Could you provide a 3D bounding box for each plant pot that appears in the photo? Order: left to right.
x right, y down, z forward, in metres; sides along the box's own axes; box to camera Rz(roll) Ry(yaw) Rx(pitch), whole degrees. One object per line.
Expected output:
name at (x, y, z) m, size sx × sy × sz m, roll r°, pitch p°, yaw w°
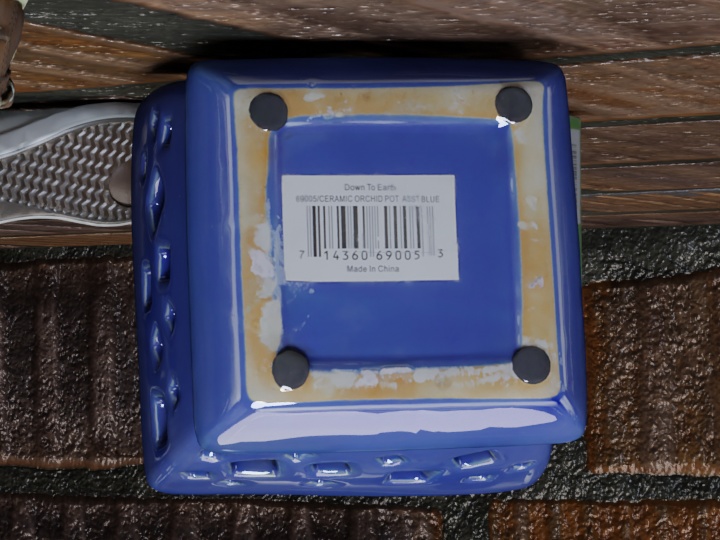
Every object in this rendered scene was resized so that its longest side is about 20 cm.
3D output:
plant pot at (0.000, 0.000, 1.053) m, size 0.200 × 0.200 × 0.180 m, roll 0°, pitch 171°, yaw -9°

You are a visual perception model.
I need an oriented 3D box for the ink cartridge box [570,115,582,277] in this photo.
ink cartridge box at (0.037, -0.039, 1.390) m, size 0.200 × 0.104 × 0.059 m, roll -2°, pitch 177°, yaw 36°

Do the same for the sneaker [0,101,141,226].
sneaker at (-0.181, -0.070, 1.283) m, size 0.200 × 0.073 × 0.085 m, roll -6°, pitch -150°, yaw -14°

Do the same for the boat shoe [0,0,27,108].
boat shoe at (-0.156, -0.068, 0.796) m, size 0.075 × 0.075 × 0.202 m, roll 0°, pitch 178°, yaw -11°
